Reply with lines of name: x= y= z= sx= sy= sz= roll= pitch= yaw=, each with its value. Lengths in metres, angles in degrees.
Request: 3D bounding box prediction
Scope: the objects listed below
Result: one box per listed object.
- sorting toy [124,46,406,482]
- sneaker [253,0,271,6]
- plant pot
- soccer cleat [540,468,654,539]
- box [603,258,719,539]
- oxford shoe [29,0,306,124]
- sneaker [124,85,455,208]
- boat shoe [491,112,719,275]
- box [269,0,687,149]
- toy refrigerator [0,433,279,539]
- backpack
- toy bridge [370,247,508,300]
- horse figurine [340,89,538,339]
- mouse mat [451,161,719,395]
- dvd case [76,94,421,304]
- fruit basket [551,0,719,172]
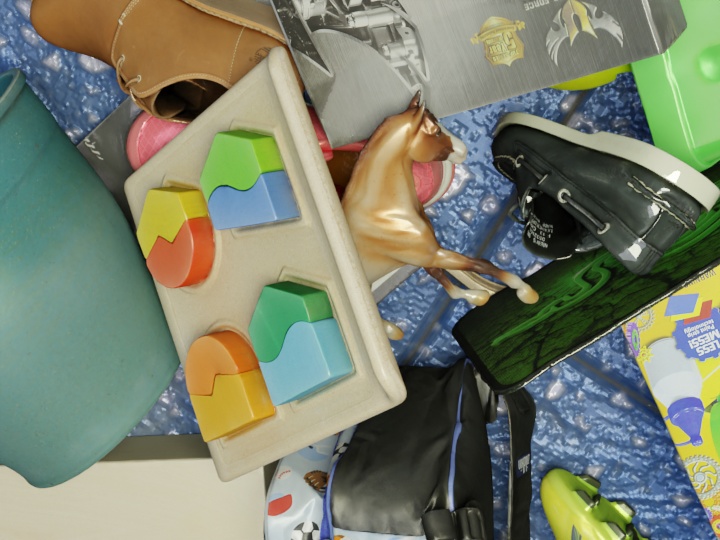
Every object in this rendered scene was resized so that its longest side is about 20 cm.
sorting toy: x=-0.064 y=0.006 z=0.731 sx=0.200 sy=0.036 sz=0.187 roll=-32 pitch=75 yaw=53
sneaker: x=-0.011 y=-0.203 z=0.779 sx=0.140 sy=0.078 sz=0.200 roll=40 pitch=117 yaw=-5
plant pot: x=-0.209 y=0.018 z=0.813 sx=0.199 sy=0.201 sz=0.188 roll=-36 pitch=111 yaw=16
soccer cleat: x=0.166 y=0.216 z=0.866 sx=0.083 sy=0.065 sz=0.201 roll=-36 pitch=97 yaw=18
box: x=0.265 y=0.040 z=0.773 sx=0.198 sy=0.122 sz=0.194 roll=-25 pitch=101 yaw=14
oxford shoe: x=-0.121 y=-0.125 z=0.787 sx=0.198 sy=0.072 sz=0.072 roll=17 pitch=64 yaw=27
sneaker: x=-0.045 y=-0.069 z=0.793 sx=0.197 sy=0.087 sz=0.075 roll=5 pitch=104 yaw=7
boat shoe: x=0.113 y=-0.036 z=0.736 sx=0.074 sy=0.199 sz=0.067 roll=30 pitch=89 yaw=-27
box: x=0.043 y=-0.162 z=0.685 sx=0.198 sy=0.048 sz=0.160 roll=-11 pitch=108 yaw=35
toy refrigerator: x=-0.149 y=0.151 z=0.897 sx=0.197 sy=0.070 sz=0.077 roll=-4 pitch=98 yaw=9
backpack: x=0.024 y=0.169 z=0.818 sx=0.152 sy=0.200 sz=0.193 roll=-5 pitch=112 yaw=17
toy bridge: x=0.000 y=0.000 z=0.836 sx=0.197 sy=0.027 sz=0.068 roll=10 pitch=107 yaw=4
horse figurine: x=0.000 y=0.000 z=0.758 sx=0.199 sy=0.050 sz=0.132 roll=-28 pitch=127 yaw=34
mouse mat: x=0.142 y=-0.004 z=0.739 sx=0.199 sy=0.161 sz=0.008 roll=-31 pitch=101 yaw=0
dvd case: x=-0.072 y=-0.038 z=0.859 sx=0.148 sy=0.016 sz=0.200 roll=-40 pitch=96 yaw=16
fruit basket: x=0.155 y=-0.155 z=0.738 sx=0.214 sy=0.155 sz=0.218 roll=21 pitch=124 yaw=34
